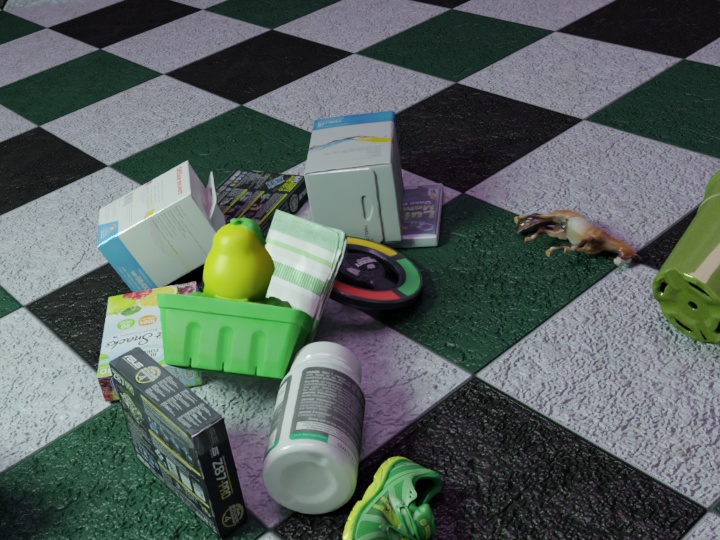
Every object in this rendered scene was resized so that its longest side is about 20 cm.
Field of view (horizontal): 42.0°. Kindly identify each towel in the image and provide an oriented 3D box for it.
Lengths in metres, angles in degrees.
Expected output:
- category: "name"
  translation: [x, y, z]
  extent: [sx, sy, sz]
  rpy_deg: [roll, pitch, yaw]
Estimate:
- category: "towel"
  translation: [-0.104, 0.023, 1.367]
  extent: [0.152, 0.202, 0.023]
  rpy_deg: [19, 0, 37]

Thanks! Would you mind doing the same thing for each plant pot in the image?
- category: "plant pot"
  translation: [0.496, -0.005, 1.260]
  extent: [0.190, 0.201, 0.199]
  rpy_deg: [-41, 43, -20]

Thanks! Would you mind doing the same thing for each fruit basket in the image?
- category: "fruit basket"
  translation: [-0.164, 0.037, 1.251]
  extent: [0.213, 0.218, 0.156]
  rpy_deg: [-8, -10, 1]

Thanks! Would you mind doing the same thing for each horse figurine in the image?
- category: "horse figurine"
  translation: [0.326, -0.056, 1.468]
  extent: [0.131, 0.051, 0.200]
  rpy_deg: [-10, 25, -24]

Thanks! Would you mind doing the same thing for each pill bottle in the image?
- category: "pill bottle"
  translation: [-0.052, 0.185, 1.147]
  extent: [0.112, 0.114, 0.201]
  rpy_deg: [-4, 34, 8]

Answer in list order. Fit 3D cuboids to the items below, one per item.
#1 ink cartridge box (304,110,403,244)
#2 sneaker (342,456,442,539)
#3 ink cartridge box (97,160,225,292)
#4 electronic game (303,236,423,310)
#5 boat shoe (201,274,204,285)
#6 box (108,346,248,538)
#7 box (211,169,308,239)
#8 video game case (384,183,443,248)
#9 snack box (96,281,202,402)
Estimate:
- category: "ink cartridge box"
  translation: [-0.006, -0.153, 1.575]
  extent: [0.144, 0.148, 0.201]
  rpy_deg: [-5, 33, 6]
- category: "sneaker"
  translation: [0.036, 0.278, 1.021]
  extent: [0.083, 0.075, 0.200]
  rpy_deg: [2, 34, 24]
- category: "ink cartridge box"
  translation: [-0.312, -0.073, 1.540]
  extent: [0.198, 0.126, 0.129]
  rpy_deg: [-27, 33, 5]
- category: "electronic game"
  translation: [0.000, 0.000, 1.429]
  extent: [0.198, 0.042, 0.201]
  rpy_deg: [12, 27, -6]
- category: "boat shoe"
  translation: [-0.165, 0.018, 1.465]
  extent: [0.198, 0.075, 0.060]
  rpy_deg: [14, 40, 34]
- category: "box"
  translation: [-0.219, 0.202, 1.120]
  extent: [0.049, 0.163, 0.199]
  rpy_deg: [-30, 38, -30]
- category: "box"
  translation: [-0.204, -0.112, 1.696]
  extent: [0.158, 0.045, 0.200]
  rpy_deg: [8, 37, 23]
- category: "video game case"
  translation: [0.042, -0.094, 1.627]
  extent: [0.197, 0.024, 0.183]
  rpy_deg: [-2, 34, 10]
- category: "snack box"
  translation: [-0.307, 0.101, 1.392]
  extent: [0.140, 0.053, 0.201]
  rpy_deg: [-11, 34, -2]
